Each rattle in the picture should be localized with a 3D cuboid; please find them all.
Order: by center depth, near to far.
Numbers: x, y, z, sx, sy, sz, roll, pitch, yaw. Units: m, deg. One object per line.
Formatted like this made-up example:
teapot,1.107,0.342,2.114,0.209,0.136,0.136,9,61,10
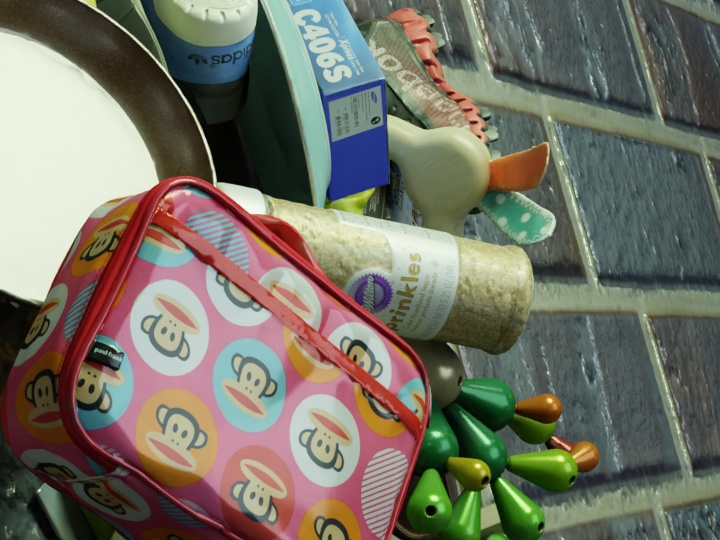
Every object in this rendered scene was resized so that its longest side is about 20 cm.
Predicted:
rattle,0.054,-0.054,1.589,0.143,0.200,0.131,5,68,-65

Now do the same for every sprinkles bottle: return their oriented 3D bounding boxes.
sprinkles bottle,0.000,0.000,1.411,0.199,0.068,0.068,11,55,-21

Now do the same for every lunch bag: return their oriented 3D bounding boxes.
lunch bag,-0.060,0.054,1.145,0.200,0.082,0.177,39,55,-27

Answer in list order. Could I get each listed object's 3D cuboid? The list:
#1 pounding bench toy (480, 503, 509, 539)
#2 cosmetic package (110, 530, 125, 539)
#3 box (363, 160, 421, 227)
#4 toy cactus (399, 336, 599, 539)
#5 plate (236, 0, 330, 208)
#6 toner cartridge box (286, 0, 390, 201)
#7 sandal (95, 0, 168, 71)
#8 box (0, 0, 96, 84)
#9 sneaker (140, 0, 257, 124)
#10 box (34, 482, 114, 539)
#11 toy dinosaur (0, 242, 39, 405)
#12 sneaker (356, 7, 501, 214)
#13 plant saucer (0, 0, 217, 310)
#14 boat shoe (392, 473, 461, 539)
pounding bench toy,0.112,0.259,1.573,0.200,0.124,0.156,56,24,0
cosmetic package,-0.071,0.158,1.211,0.104,0.073,0.200,45,55,-30
box,0.025,0.015,1.683,0.110,0.035,0.200,54,28,-35
toy cactus,0.056,0.098,1.472,0.200,0.102,0.165,-29,84,-50
plate,-0.052,-0.110,1.481,0.200,0.026,0.201,163,-90,-79
toner cartridge box,-0.037,-0.147,1.528,0.095,0.043,0.200,89,-20,-49
sandal,-0.161,-0.162,1.371,0.057,0.080,0.202,110,-33,-82
box,-0.186,-0.153,1.292,0.075,0.050,0.201,5,68,-44
sneaker,-0.120,-0.169,1.460,0.200,0.077,0.111,55,-29,38
box,-0.100,0.114,1.314,0.122,0.048,0.200,64,23,-17
toy dinosaur,-0.167,0.028,1.235,0.200,0.060,0.107,-43,125,-54
sneaker,0.030,-0.107,1.679,0.201,0.098,0.071,-118,-151,-42
plant saucer,-0.163,-0.059,1.192,0.200,0.032,0.201,23,48,-27
boat shoe,0.004,0.083,1.523,0.068,0.072,0.201,21,46,-86
